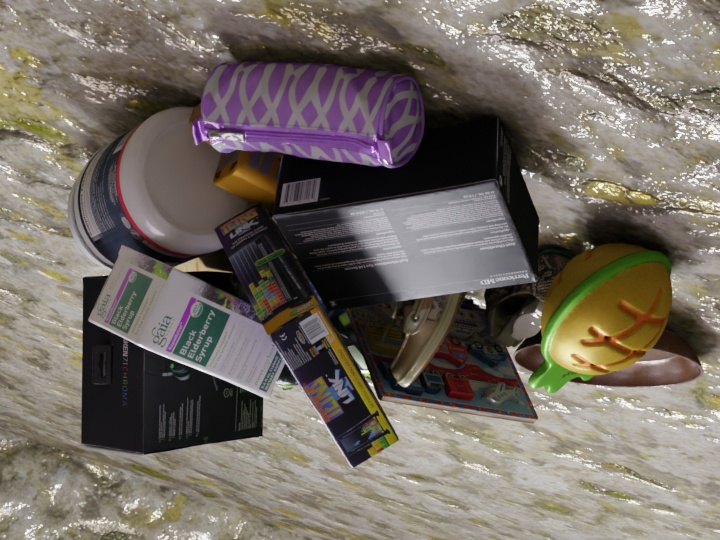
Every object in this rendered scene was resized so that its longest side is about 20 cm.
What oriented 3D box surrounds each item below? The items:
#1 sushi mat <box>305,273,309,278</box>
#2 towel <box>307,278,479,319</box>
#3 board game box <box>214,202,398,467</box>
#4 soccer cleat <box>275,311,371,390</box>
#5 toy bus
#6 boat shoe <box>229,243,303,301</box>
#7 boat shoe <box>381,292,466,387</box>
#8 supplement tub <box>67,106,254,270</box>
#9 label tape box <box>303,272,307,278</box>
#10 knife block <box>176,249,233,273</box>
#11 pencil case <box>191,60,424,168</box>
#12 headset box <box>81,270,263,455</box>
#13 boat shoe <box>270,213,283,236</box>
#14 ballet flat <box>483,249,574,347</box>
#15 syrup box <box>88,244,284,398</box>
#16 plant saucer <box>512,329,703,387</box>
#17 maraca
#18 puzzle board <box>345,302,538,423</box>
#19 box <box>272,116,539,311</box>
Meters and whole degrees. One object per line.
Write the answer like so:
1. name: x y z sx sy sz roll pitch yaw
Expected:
1. sushi mat: 0.000 0.000 1.653 0.095 0.012 0.200 18 -170 1
2. towel: 0.013 0.059 1.742 0.199 0.024 0.145 14 137 -22
3. board game box: -0.050 0.060 1.489 0.166 0.057 0.200 57 176 49
4. soccer cleat: -0.033 0.076 1.690 0.199 0.068 0.081 -2 124 -21
5. toy bus: -0.065 -0.093 1.499 0.199 0.079 0.065 26 160 -22
6. boat shoe: -0.094 -0.002 1.644 0.072 0.061 0.202 22 -177 3
7. boat shoe: 0.068 0.012 1.516 0.062 0.201 0.073 25 -172 0
8. supplement tub: -0.198 -0.073 1.589 0.140 0.141 0.200 27 160 -22
9. label tape box: 0.001 0.048 1.856 0.199 0.067 0.143 17 162 -8
10. knife block: -0.138 0.008 1.829 0.175 0.064 0.199 42 152 -27
11. pencil case: -0.045 -0.131 1.363 0.199 0.086 0.084 5 122 29
12. headset box: -0.194 0.091 1.665 0.092 0.176 0.199 3 -176 36
13. boat shoe: -0.028 -0.048 1.620 0.199 0.071 0.070 22 -171 11
14. ballet flat: 0.165 0.038 1.647 0.067 0.076 0.200 21 162 -8
15. syrup box: -0.157 0.051 1.557 0.081 0.079 0.200 22 175 39
16. plant saucer: 0.260 0.086 1.705 0.199 0.035 0.200 5 164 1
17. maraca: 0.225 0.050 1.526 0.136 0.107 0.201 -15 147 -24
18. puzzle board: 0.079 0.079 1.624 0.199 0.151 0.017 12 131 -35
19. box: 0.043 -0.046 1.408 0.199 0.079 0.141 -8 138 18
